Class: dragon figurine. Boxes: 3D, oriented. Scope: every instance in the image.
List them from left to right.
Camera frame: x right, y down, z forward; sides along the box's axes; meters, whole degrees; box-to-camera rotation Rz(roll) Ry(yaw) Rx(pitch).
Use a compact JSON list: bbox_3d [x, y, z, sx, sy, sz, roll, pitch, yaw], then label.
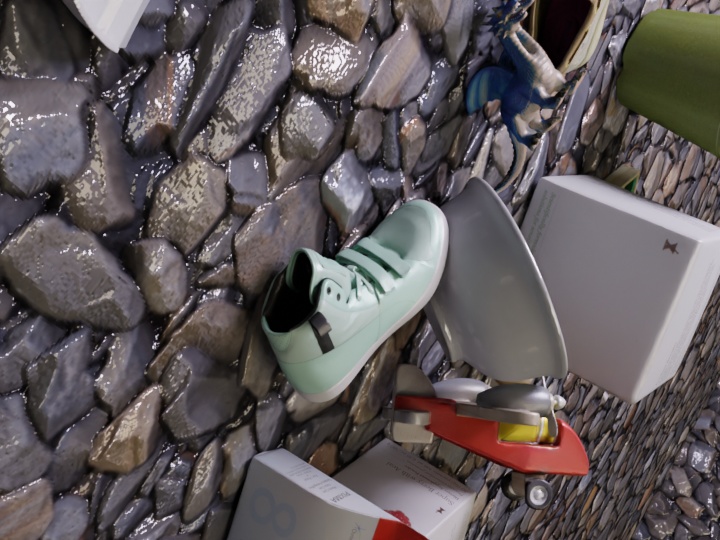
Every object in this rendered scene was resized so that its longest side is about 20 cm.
[{"bbox_3d":[0.135,-0.162,0.877,0.059,0.099,0.200,-45,166,-32],"label":"dragon figurine"}]

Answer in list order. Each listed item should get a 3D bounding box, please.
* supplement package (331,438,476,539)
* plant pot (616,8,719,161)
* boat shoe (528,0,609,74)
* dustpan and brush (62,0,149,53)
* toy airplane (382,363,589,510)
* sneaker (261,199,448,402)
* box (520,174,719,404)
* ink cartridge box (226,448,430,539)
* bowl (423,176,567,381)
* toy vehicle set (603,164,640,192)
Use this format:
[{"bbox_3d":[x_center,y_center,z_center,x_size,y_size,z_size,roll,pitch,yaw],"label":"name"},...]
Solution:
[{"bbox_3d":[0.005,0.280,0.960,0.200,0.121,0.120,-27,135,-48],"label":"supplement package"},{"bbox_3d":[0.414,-0.225,1.148,0.200,0.190,0.201,-39,143,-38],"label":"plant pot"},{"bbox_3d":[0.196,-0.265,0.878,0.066,0.074,0.201,-43,145,-42],"label":"boat shoe"},{"bbox_3d":[-0.120,-0.192,0.433,0.140,0.057,0.200,-62,151,-2],"label":"dustpan and brush"},{"bbox_3d":[0.123,0.137,0.979,0.199,0.200,0.141,38,75,-53],"label":"toy airplane"},{"bbox_3d":[0.000,0.000,0.775,0.201,0.074,0.118,-54,148,-19],"label":"sneaker"},{"bbox_3d":[0.291,0.013,1.132,0.171,0.200,0.200,-10,122,-58],"label":"box"},{"bbox_3d":[-0.028,0.267,0.814,0.047,0.200,0.161,-5,117,-58],"label":"ink cartridge box"},{"bbox_3d":[0.105,0.023,0.887,0.090,0.201,0.201,-24,144,-2],"label":"bowl"},{"bbox_3d":[0.324,-0.033,1.325,0.124,0.026,0.201,-36,141,-41],"label":"toy vehicle set"}]
